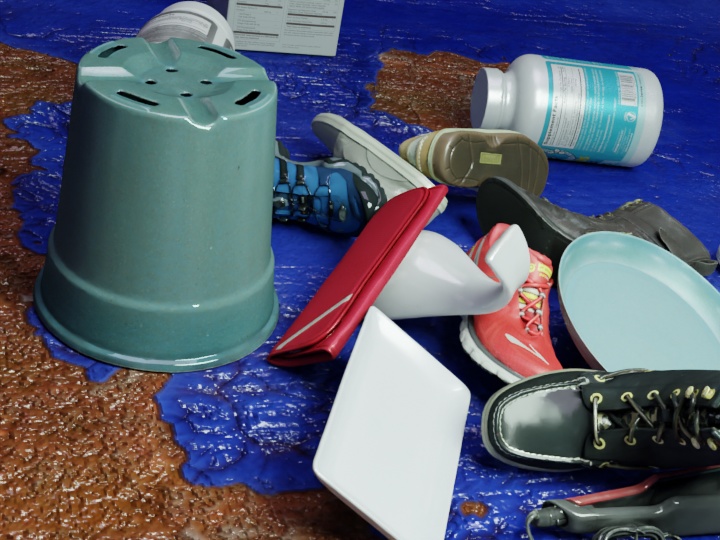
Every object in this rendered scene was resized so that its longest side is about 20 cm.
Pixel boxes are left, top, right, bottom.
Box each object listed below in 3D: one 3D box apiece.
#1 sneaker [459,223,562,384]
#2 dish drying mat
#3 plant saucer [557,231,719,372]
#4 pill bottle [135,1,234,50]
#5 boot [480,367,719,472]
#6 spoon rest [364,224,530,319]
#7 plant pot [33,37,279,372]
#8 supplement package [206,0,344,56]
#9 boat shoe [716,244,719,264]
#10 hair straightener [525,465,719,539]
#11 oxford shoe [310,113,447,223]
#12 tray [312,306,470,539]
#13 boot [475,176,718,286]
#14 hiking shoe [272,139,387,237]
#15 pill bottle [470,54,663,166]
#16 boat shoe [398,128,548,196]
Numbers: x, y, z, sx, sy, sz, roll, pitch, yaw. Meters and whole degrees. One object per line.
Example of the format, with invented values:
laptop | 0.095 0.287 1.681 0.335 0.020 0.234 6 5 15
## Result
sneaker | 0.124 0.026 0.939 0.076 0.085 0.201 25 24 -26
dish drying mat | 0.000 0.000 0.937 0.076 0.018 0.201 -16 30 46
plant saucer | 0.241 0.052 0.961 0.198 0.028 0.202 18 43 -18
pill bottle | -0.186 -0.197 1.195 0.112 0.115 0.201 9 30 -3
boot | 0.195 0.097 0.791 0.201 0.075 0.154 1 -10 -11
spoon rest | 0.063 0.004 0.935 0.099 0.061 0.199 -47 22 -25
plant pot | -0.148 -0.060 0.902 0.197 0.198 0.201 8 31 -5
supplement package | -0.102 -0.394 1.461 0.149 0.202 0.152 0 31 -18
boat shoe | 0.427 0.009 1.102 0.071 0.069 0.200 -11 38 -33
hair straightener | 0.197 0.169 0.785 0.198 0.041 0.077 1 32 -27
oxford shoe | 0.005 -0.096 1.148 0.200 0.058 0.075 41 0 41
tray | 0.022 0.112 0.813 0.107 0.022 0.201 40 29 -11
boot | 0.224 -0.036 1.120 0.200 0.070 0.173 41 40 24
hiking shoe | -0.065 -0.066 1.074 0.198 0.075 0.086 21 38 34
pill bottle | 0.226 -0.179 1.305 0.197 0.112 0.111 5 31 -10
boat shoe | 0.113 -0.111 1.168 0.076 0.073 0.199 13 2 39
